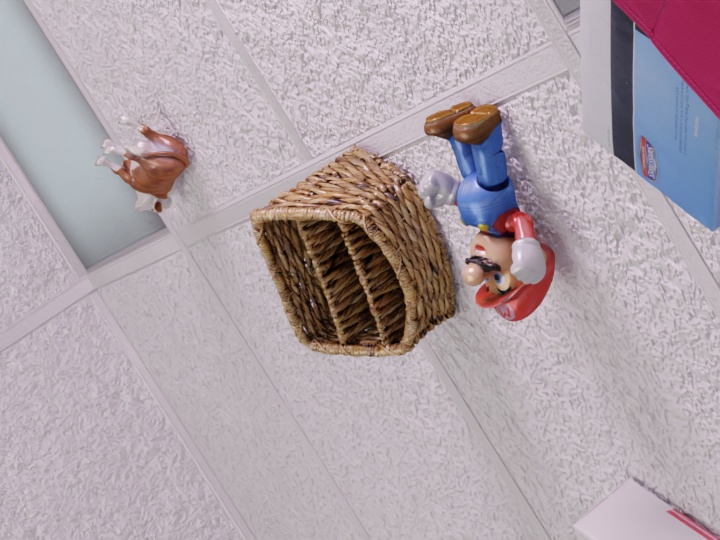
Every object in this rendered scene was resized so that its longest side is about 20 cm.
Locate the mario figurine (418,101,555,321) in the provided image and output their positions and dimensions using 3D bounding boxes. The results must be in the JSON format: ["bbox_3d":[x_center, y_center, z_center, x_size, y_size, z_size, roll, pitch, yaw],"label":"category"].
[{"bbox_3d":[0.107,-0.043,1.751,0.124,0.105,0.201,-73,-35,-70],"label":"mario figurine"}]

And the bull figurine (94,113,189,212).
[{"bbox_3d":[-0.288,-0.139,2.597,0.121,0.066,0.200,25,156,-12],"label":"bull figurine"}]

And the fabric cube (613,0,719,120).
[{"bbox_3d":[0.242,-0.219,1.012,0.200,0.196,0.200,51,159,17],"label":"fabric cube"}]

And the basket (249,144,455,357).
[{"bbox_3d":[0.000,0.000,2.024,0.143,0.149,0.201,34,151,47],"label":"basket"}]

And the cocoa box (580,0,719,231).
[{"bbox_3d":[0.229,-0.154,1.241,0.131,0.133,0.201,42,157,33],"label":"cocoa box"}]

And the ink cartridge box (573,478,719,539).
[{"bbox_3d":[0.303,0.328,1.922,0.145,0.085,0.201,33,152,49],"label":"ink cartridge box"}]
